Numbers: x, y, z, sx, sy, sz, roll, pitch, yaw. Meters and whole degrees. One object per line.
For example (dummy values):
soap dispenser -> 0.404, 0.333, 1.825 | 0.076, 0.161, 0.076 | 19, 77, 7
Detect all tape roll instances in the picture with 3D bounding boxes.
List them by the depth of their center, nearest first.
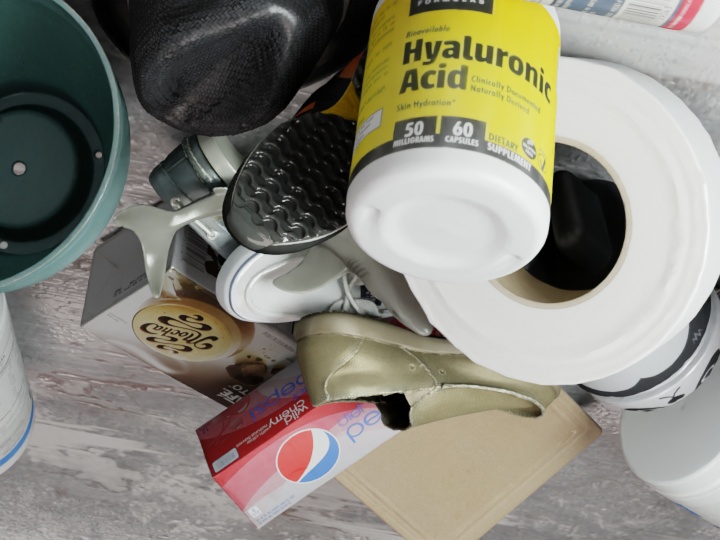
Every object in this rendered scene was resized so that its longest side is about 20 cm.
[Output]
tape roll -> 0.124, -0.032, 0.981 | 0.201, 0.204, 0.071 | -11, -178, 24

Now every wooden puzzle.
wooden puzzle -> 0.078, 0.137, 1.300 | 0.185, 0.037, 0.200 | -42, 123, 9

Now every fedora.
fedora -> -0.078, -0.144, 0.945 | 0.199, 0.092, 0.201 | 5, 146, 3

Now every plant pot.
plant pot -> -0.234, -0.076, 1.013 | 0.199, 0.202, 0.134 | 2, 172, 7

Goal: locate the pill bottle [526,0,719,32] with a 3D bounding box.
pill bottle -> 0.096, -0.200, 0.815 | 0.199, 0.120, 0.120 | 11, 145, -5

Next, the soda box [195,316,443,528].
soda box -> -0.020, 0.101, 1.175 | 0.200, 0.063, 0.070 | -35, 125, 3

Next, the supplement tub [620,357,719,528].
supplement tub -> 0.317, 0.148, 1.250 | 0.200, 0.133, 0.132 | 31, 139, -30

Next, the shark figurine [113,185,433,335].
shark figurine -> -0.046, -0.042, 1.036 | 0.213, 0.129, 0.090 | 12, 148, -1

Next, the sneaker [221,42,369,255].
sneaker -> -0.024, -0.062, 0.942 | 0.070, 0.200, 0.090 | 43, 140, -5

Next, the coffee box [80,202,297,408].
coffee box -> -0.100, 0.036, 1.218 | 0.113, 0.080, 0.200 | -29, 132, 36

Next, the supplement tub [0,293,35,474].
supplement tub -> -0.341, 0.079, 1.281 | 0.131, 0.133, 0.200 | 5, 145, 2

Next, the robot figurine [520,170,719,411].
robot figurine -> 0.173, 0.018, 1.104 | 0.150, 0.125, 0.200 | 9, 155, 47

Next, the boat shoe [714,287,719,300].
boat shoe -> 0.344, 0.042, 1.165 | 0.199, 0.063, 0.073 | 17, 144, -13

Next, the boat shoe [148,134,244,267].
boat shoe -> -0.081, -0.019, 1.133 | 0.062, 0.073, 0.200 | -30, 129, 6

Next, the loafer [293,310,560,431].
loafer -> 0.044, 0.080, 1.092 | 0.199, 0.068, 0.076 | 13, 166, -16

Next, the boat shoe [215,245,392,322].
boat shoe -> 0.000, 0.000, 1.096 | 0.199, 0.065, 0.074 | -15, 118, -23

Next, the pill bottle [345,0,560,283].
pill bottle -> 0.056, -0.104, 0.885 | 0.111, 0.201, 0.112 | 5, 148, 3
